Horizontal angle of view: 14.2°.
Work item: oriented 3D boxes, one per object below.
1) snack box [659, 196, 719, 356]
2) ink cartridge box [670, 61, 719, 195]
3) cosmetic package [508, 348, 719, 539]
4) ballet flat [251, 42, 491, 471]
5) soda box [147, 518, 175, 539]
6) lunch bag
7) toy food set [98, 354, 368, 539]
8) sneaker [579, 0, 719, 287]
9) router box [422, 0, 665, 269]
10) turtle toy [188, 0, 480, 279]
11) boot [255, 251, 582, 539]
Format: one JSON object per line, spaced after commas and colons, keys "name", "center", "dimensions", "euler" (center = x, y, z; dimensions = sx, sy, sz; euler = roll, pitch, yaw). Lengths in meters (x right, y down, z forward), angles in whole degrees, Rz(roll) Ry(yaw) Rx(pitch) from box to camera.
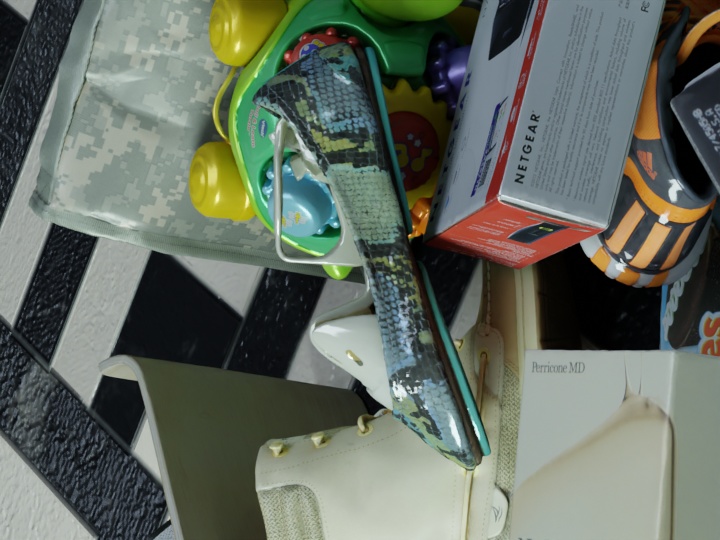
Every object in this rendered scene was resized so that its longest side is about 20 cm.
{"name": "snack box", "center": [0.178, 0.064, 1.247], "dimensions": [0.116, 0.037, 0.200], "euler": [-12, 71, 52]}
{"name": "ink cartridge box", "center": [0.204, 0.040, 1.087], "dimensions": [0.047, 0.200, 0.198], "euler": [-33, 50, 8]}
{"name": "cosmetic package", "center": [0.117, 0.135, 1.220], "dimensions": [0.103, 0.073, 0.200], "euler": [-4, 80, 54]}
{"name": "ballet flat", "center": [0.000, 0.000, 1.296], "dimensions": [0.074, 0.074, 0.200], "euler": [-19, 87, 49]}
{"name": "soda box", "center": [-0.048, 0.213, 1.475], "dimensions": [0.063, 0.071, 0.200], "euler": [-41, 50, 40]}
{"name": "lunch bag", "center": [-0.064, -0.093, 1.462], "dimensions": [0.118, 0.200, 0.164], "euler": [40, 116, 54]}
{"name": "toy food set", "center": [-0.052, 0.135, 1.440], "dimensions": [0.060, 0.143, 0.200], "euler": [-44, 49, 37]}
{"name": "sneaker", "center": [0.152, -0.096, 1.245], "dimensions": [0.112, 0.077, 0.200], "euler": [119, 164, -56]}
{"name": "router box", "center": [0.088, -0.108, 1.251], "dimensions": [0.179, 0.049, 0.200], "euler": [147, 138, -79]}
{"name": "turtle toy", "center": [0.006, -0.090, 1.371], "dimensions": [0.101, 0.146, 0.200], "euler": [-141, 56, -61]}
{"name": "boot", "center": [0.026, 0.066, 1.371], "dimensions": [0.155, 0.073, 0.200], "euler": [-7, 79, 21]}
